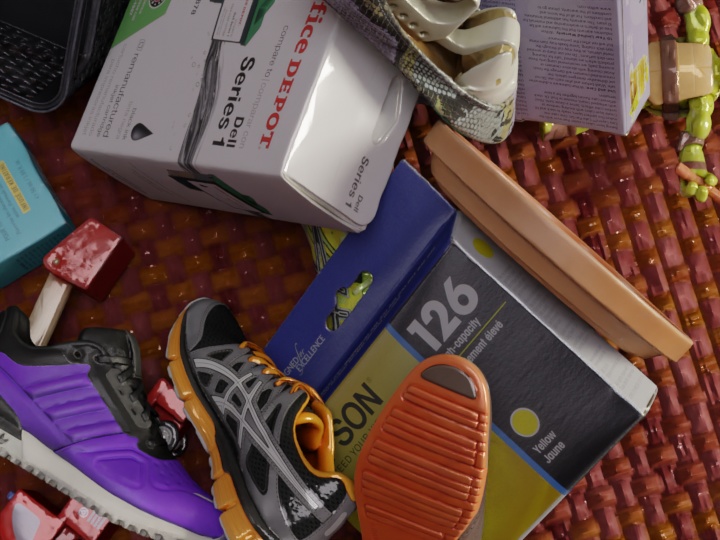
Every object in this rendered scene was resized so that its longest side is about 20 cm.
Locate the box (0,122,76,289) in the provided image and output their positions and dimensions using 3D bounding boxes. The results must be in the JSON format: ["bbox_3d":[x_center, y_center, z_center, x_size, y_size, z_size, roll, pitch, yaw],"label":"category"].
[{"bbox_3d":[-0.290,-0.007,0.859,0.199,0.049,0.083,-32,80,-6],"label":"box"}]

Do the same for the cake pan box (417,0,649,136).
[{"bbox_3d":[0.073,-0.180,0.800,0.198,0.186,0.052,12,45,28],"label":"cake pan box"}]

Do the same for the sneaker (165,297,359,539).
[{"bbox_3d":[-0.057,0.090,0.797,0.077,0.078,0.201,-35,53,11],"label":"sneaker"}]

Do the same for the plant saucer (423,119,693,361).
[{"bbox_3d":[0.113,-0.013,0.787,0.200,0.200,0.032,42,99,8],"label":"plant saucer"}]

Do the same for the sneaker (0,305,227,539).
[{"bbox_3d":[-0.150,0.086,0.780,0.198,0.070,0.100,29,78,5],"label":"sneaker"}]

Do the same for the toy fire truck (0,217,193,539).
[{"bbox_3d":[-0.180,0.086,0.840,0.140,0.049,0.201,36,82,7],"label":"toy fire truck"}]

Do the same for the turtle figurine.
[{"bbox_3d":[0.198,-0.140,0.876,0.159,0.064,0.203,-1,94,10],"label":"turtle figurine"}]

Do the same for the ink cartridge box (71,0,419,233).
[{"bbox_3d":[-0.066,-0.115,0.813,0.198,0.084,0.148,10,75,42],"label":"ink cartridge box"}]

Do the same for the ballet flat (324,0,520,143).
[{"bbox_3d":[0.049,-0.133,0.734,0.071,0.200,0.073,-22,52,31],"label":"ballet flat"}]

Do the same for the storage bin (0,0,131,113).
[{"bbox_3d":[-0.248,-0.207,0.844,0.198,0.094,0.136,23,123,4],"label":"storage bin"}]

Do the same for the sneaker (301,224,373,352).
[{"bbox_3d":[0.000,0.000,0.844,0.075,0.076,0.202,-22,80,-6],"label":"sneaker"}]

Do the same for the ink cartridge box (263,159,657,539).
[{"bbox_3d":[0.040,0.074,0.791,0.200,0.047,0.198,41,121,6],"label":"ink cartridge box"}]

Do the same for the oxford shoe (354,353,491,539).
[{"bbox_3d":[0.039,0.128,0.744,0.071,0.073,0.202,23,119,20],"label":"oxford shoe"}]
